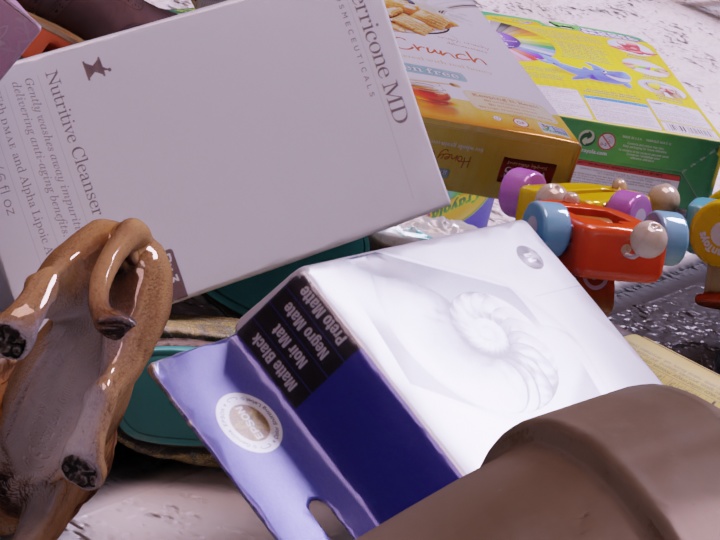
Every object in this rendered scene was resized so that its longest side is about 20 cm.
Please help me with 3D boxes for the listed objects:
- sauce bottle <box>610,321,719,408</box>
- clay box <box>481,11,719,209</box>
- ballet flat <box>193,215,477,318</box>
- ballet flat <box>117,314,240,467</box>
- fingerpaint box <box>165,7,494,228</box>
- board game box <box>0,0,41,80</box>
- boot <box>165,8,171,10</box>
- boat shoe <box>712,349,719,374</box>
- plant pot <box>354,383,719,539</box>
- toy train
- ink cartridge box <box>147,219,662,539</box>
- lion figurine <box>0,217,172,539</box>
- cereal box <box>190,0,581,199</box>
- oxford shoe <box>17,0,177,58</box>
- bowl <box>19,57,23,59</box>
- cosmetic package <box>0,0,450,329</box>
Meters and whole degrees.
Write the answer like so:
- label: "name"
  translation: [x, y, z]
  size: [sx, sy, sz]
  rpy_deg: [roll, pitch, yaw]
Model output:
- label: "sauce bottle"
  translation: [0.110, 0.058, 1.100]
  size: [0.200, 0.065, 0.065]
  rpy_deg: [29, 26, 36]
- label: "clay box"
  translation: [0.127, -0.097, 1.524]
  size: [0.114, 0.048, 0.200]
  rpy_deg: [9, 20, -11]
- label: "ballet flat"
  translation: [0.000, 0.000, 1.190]
  size: [0.199, 0.072, 0.072]
  rpy_deg: [13, 20, -22]
- label: "ballet flat"
  translation: [-0.010, 0.052, 1.052]
  size: [0.199, 0.071, 0.071]
  rpy_deg: [9, 21, -12]
- label: "fingerpaint box"
  translation: [-0.052, -0.071, 1.318]
  size: [0.200, 0.074, 0.167]
  rpy_deg: [-10, 31, -45]
- label: "board game box"
  translation: [-0.229, -0.062, 1.028]
  size: [0.043, 0.200, 0.199]
  rpy_deg: [37, 4, -36]
- label: "boot"
  translation: [-0.177, -0.111, 1.370]
  size: [0.090, 0.073, 0.200]
  rpy_deg: [18, 13, 36]
- label: "boat shoe"
  translation: [0.203, 0.054, 1.111]
  size: [0.062, 0.075, 0.200]
  rpy_deg: [35, -1, -27]
- label: "plant pot"
  translation: [0.026, 0.146, 0.693]
  size: [0.173, 0.201, 0.200]
  rpy_deg: [-14, 30, -20]
- label: "toy train"
  translation: [0.139, -0.003, 1.143]
  size: [0.199, 0.056, 0.150]
  rpy_deg: [4, 10, -28]
- label: "ink cartridge box"
  translation: [0.052, 0.075, 0.953]
  size: [0.200, 0.041, 0.200]
  rpy_deg: [-16, 60, -50]
- label: "lion figurine"
  translation: [-0.100, 0.036, 0.902]
  size: [0.072, 0.200, 0.123]
  rpy_deg: [37, 44, -8]
- label: "cereal box"
  translation: [0.007, -0.098, 1.267]
  size: [0.143, 0.040, 0.200]
  rpy_deg: [8, 26, -21]
- label: "oxford shoe"
  translation: [-0.122, -0.125, 1.174]
  size: [0.071, 0.073, 0.200]
  rpy_deg: [23, 5, 29]
- label: "bowl"
  translation: [-0.180, -0.043, 1.144]
  size: [0.200, 0.095, 0.201]
  rpy_deg: [11, 20, -4]
- label: "cosmetic package"
  translation: [-0.076, -0.044, 1.072]
  size: [0.199, 0.113, 0.081]
  rpy_deg: [-22, 3, -27]
